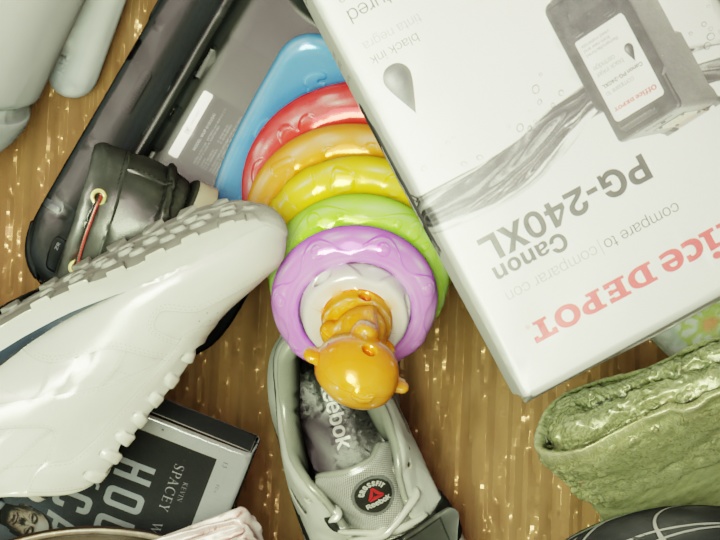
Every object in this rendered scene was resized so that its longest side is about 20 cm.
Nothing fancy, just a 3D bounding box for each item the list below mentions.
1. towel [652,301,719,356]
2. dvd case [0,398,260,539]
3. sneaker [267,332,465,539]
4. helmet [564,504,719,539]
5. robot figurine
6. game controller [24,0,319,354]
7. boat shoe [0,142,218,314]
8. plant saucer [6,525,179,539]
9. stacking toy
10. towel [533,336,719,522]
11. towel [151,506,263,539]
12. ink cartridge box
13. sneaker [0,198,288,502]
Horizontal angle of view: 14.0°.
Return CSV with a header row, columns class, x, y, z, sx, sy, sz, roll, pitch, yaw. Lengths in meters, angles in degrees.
class,x,y,z,sx,sy,sz,roll,pitch,yaw
towel,0.151,-0.074,1.306,0.171,0.048,0.200,-41,79,1
dvd case,-0.160,0.099,1.276,0.200,0.025,0.151,22,117,0
sneaker,0.006,0.114,1.283,0.074,0.089,0.200,-27,81,2
helmet,0.143,0.190,1.200,0.200,0.200,0.191,-21,77,5
robot figurine,-0.182,-0.129,1.313,0.169,0.113,0.200,18,110,-30
game controller,-0.069,-0.062,1.345,0.104,0.042,0.200,30,88,-4
boat shoe,-0.135,0.034,1.295,0.063,0.074,0.202,26,113,-11
plant saucer,-0.119,0.186,1.271,0.200,0.032,0.201,-3,120,-5
stacking toy,0.000,0.000,1.229,0.116,0.200,0.110,20,120,-13
towel,0.185,0.064,1.233,0.200,0.148,0.037,-23,52,14
towel,-0.100,0.212,1.254,0.191,0.032,0.200,-20,120,5
ink cartridge box,0.081,-0.066,1.168,0.145,0.083,0.200,-28,89,-1
sneaker,-0.110,0.041,1.203,0.200,0.076,0.081,-31,96,4
